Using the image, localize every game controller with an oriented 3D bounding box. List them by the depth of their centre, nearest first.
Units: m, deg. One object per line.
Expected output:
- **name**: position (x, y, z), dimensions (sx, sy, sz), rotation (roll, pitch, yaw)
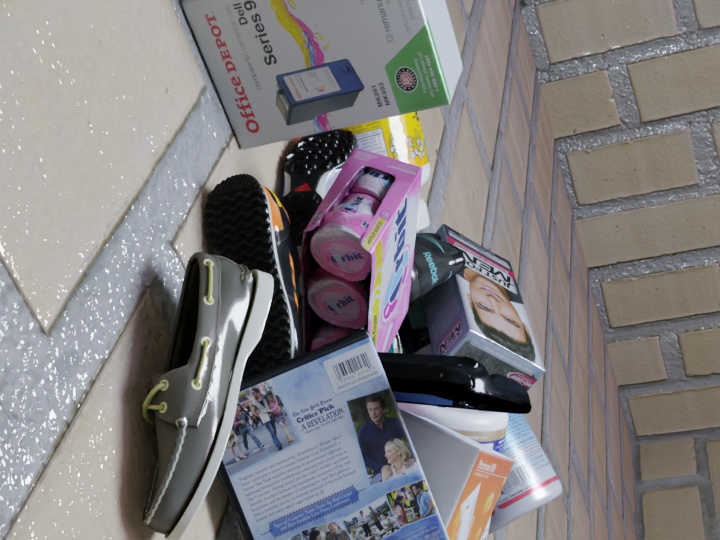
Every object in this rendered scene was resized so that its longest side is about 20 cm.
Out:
- **game controller**: position (0.039, 0.094, 0.892), dimensions (0.104, 0.199, 0.042), rotation (31, 69, -39)

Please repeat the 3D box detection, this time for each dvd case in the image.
- **dvd case**: position (-0.024, 0.162, 0.823), dimensions (0.018, 0.142, 0.201), rotation (-172, -120, -79)
- **dvd case**: position (0.076, 0.059, 1.327), dimensions (0.200, 0.022, 0.147), rotation (60, 11, -54)

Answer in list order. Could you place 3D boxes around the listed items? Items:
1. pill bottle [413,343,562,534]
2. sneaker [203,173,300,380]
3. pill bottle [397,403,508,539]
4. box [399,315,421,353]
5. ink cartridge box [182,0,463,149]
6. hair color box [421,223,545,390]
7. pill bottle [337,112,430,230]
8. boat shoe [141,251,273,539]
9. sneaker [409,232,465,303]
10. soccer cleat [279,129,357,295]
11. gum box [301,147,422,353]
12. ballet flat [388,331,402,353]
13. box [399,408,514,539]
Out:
- **pill bottle**: position (0.123, 0.172, 1.179), dimensions (0.201, 0.108, 0.109), rotation (63, 14, 15)
- **sneaker**: position (-0.072, 0.026, 0.891), dimensions (0.090, 0.070, 0.201), rotation (26, 53, -64)
- **pill bottle**: position (0.072, 0.221, 1.080), dimensions (0.116, 0.115, 0.201), rotation (-15, 115, -72)
- **box**: position (0.037, 0.120, 1.237), dimensions (0.201, 0.032, 0.121), rotation (-79, 152, -47)
- **ink cartridge box**: position (-0.029, -0.201, 0.945), dimensions (0.088, 0.199, 0.146), rotation (-68, 144, -54)
- **hair color box**: position (0.122, 0.044, 1.169), dimensions (0.099, 0.061, 0.200), rotation (28, 28, -21)
- **pill bottle**: position (0.011, -0.136, 1.171), dimensions (0.113, 0.112, 0.201), rotation (-39, 117, -70)
- **boat shoe**: position (-0.115, 0.081, 0.748), dimensions (0.060, 0.072, 0.203), rotation (25, 59, -18)
- **sneaker**: position (0.050, -0.001, 1.169), dimensions (0.200, 0.079, 0.076), rotation (-163, -126, -76)
- **soccer cleat**: position (-0.042, -0.063, 1.057), dimensions (0.201, 0.068, 0.073), rotation (-76, 163, -48)
- **gum box**: position (0.000, 0.000, 0.979), dimensions (0.201, 0.066, 0.114), rotation (93, 20, -46)
- **ballet flat**: position (0.005, 0.052, 1.130), dimensions (0.071, 0.069, 0.201), rotation (2, 74, -77)
- **box**: position (0.035, 0.226, 0.922), dimensions (0.201, 0.097, 0.124), rotation (-66, 156, -4)
